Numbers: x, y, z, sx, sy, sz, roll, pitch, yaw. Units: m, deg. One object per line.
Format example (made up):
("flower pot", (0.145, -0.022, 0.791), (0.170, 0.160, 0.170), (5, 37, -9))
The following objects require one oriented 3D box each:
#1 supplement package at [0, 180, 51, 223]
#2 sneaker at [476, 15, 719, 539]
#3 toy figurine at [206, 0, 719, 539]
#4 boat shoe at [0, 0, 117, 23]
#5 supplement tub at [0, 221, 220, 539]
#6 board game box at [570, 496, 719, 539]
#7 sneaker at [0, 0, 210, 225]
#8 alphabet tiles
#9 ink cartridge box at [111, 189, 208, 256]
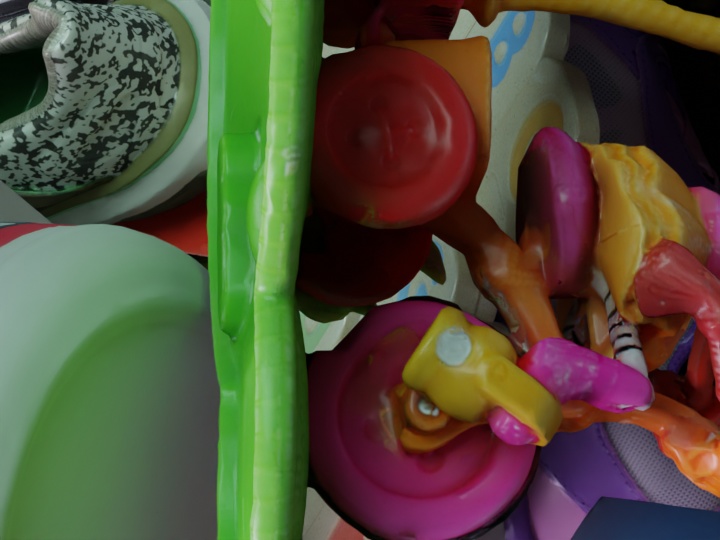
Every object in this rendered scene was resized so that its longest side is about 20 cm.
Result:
("supplement package", (-0.116, 0.094, 0.797), (0.120, 0.121, 0.200), (-21, 55, 20))
("sneaker", (0.071, -0.007, 0.770), (0.088, 0.080, 0.200), (-3, 68, 24))
("toy figurine", (0.066, -0.021, 0.574), (0.184, 0.150, 0.200), (2, 72, -7))
("boat shoe", (-0.177, -0.093, 0.930), (0.199, 0.068, 0.074), (6, 67, 10))
("supplement tub", (-0.127, 0.056, 0.658), (0.200, 0.140, 0.140), (3, 66, 30))
("board game box", (0.097, 0.132, 0.610), (0.039, 0.200, 0.158), (-32, 57, 45))
("sneaker", (-0.130, -0.033, 0.886), (0.200, 0.089, 0.077), (-31, 60, 25))
("alphabet tiles", (0.000, 0.000, 0.770), (0.196, 0.015, 0.200), (-57, 28, 35))
("ink cartridge box", (-0.005, -0.099, 0.882), (0.162, 0.050, 0.200), (9, 67, 36))
